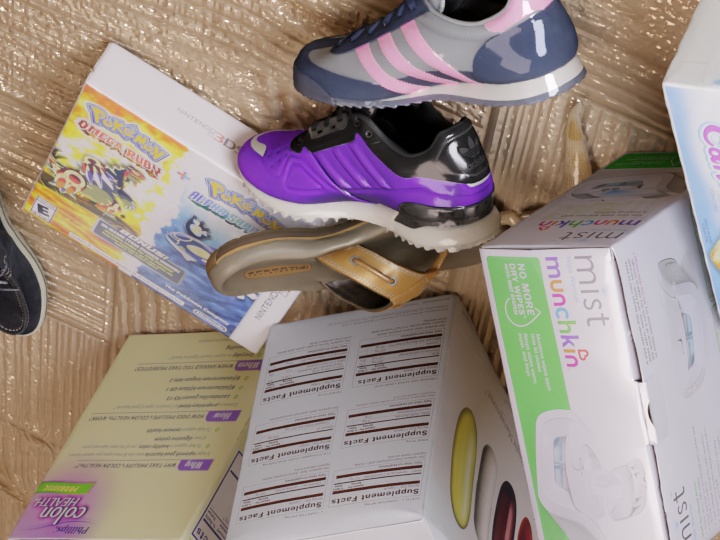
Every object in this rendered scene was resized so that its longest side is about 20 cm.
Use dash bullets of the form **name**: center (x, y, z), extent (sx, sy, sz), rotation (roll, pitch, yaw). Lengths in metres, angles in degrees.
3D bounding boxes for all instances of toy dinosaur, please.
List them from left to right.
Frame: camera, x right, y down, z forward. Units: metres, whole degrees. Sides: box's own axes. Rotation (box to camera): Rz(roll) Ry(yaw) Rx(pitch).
- **toy dinosaur**: center (0.133, -0.022, 1.757), extent (0.101, 0.058, 0.201), rotation (0, 115, 33)

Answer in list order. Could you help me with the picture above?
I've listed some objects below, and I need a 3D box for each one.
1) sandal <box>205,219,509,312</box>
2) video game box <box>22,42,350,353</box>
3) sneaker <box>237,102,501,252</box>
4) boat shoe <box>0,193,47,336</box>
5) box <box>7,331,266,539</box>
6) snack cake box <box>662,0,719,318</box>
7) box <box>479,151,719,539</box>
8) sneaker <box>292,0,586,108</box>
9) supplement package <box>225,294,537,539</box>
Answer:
- **sandal**: center (0.000, 0.000, 1.821), extent (0.199, 0.054, 0.080), rotation (-9, 154, 1)
- **video game box**: center (-0.118, -0.045, 1.918), extent (0.199, 0.047, 0.182), rotation (32, 144, -3)
- **sneaker**: center (0.003, -0.082, 1.765), extent (0.199, 0.069, 0.100), rotation (14, 125, 37)
- **boat shoe**: center (-0.285, -0.013, 2.072), extent (0.074, 0.062, 0.200), rotation (12, 144, 22)
- **box**: center (-0.125, 0.148, 2.036), extent (0.175, 0.200, 0.097), rotation (-4, 134, 39)
- **snack cake box**: center (0.231, -0.069, 1.556), extent (0.067, 0.115, 0.200), rotation (9, 142, 28)
- **box**: center (0.170, 0.051, 1.644), extent (0.096, 0.176, 0.201), rotation (1, 111, 37)
- **sneaker**: center (0.039, -0.144, 1.663), extent (0.199, 0.070, 0.082), rotation (0, 120, 34)
- **supplement package**: center (0.022, 0.161, 1.912), extent (0.146, 0.201, 0.192), rotation (-10, 133, 21)
